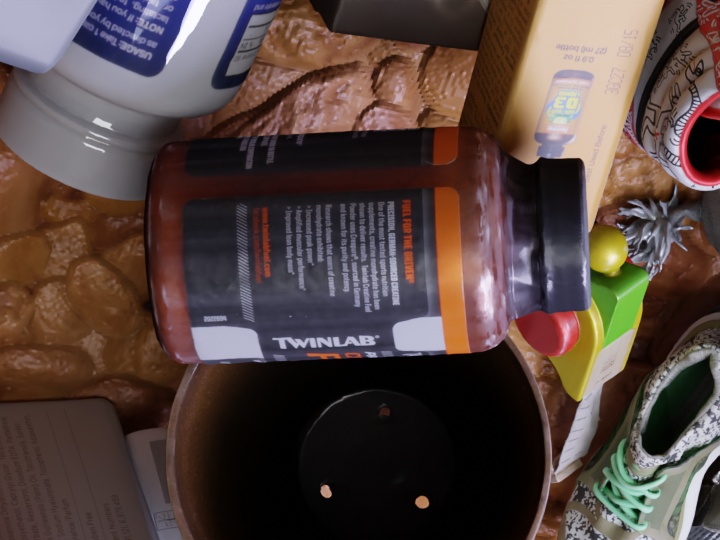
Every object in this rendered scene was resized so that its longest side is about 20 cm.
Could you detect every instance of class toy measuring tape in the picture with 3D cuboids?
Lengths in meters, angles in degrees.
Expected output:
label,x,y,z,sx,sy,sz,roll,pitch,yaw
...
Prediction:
label,x,y,z,sx,sy,sz,roll,pitch,yaw
toy measuring tape,0.113,0.038,1.366,0.073,0.074,0.200,-6,142,-14

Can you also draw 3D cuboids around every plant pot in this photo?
label,x,y,z,sx,sy,sz,roll,pitch,yaw
plant pot,0.003,0.100,1.271,0.186,0.200,0.187,0,84,2

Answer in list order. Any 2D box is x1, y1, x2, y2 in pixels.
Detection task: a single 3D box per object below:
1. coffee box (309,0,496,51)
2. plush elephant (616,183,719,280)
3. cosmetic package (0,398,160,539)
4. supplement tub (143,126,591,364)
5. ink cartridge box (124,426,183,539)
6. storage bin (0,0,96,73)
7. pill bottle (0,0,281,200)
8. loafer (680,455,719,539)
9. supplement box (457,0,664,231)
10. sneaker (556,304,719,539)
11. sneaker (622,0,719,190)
label,x,y,z,sx,sy,sz,roll,pitch,yaw
coffee box,0.080,-0.170,1.211,0.200,0.080,0.115,5,119,-20
plush elephant,0.249,-0.018,1.306,0.200,0.155,0.165,-23,124,-3
cosmetic package,-0.217,0.181,1.278,0.200,0.166,0.168,-2,120,-17
supplement tub,0.005,-0.012,1.125,0.199,0.107,0.107,-2,122,6
ink cartridge box,-0.097,0.210,1.322,0.050,0.161,0.200,-4,129,-16
storage bin,-0.187,-0.183,1.066,0.134,0.200,0.146,21,112,-38
pill bottle,-0.096,-0.140,1.152,0.119,0.120,0.200,17,113,-25
loafer,0.230,0.140,1.446,0.075,0.070,0.200,31,107,-30
supplement box,0.098,-0.114,1.162,0.066,0.069,0.200,4,122,-18
sneaker,0.161,0.107,1.386,0.200,0.077,0.089,-62,156,14
sneaker,0.190,-0.134,1.153,0.067,0.108,0.202,18,114,-29
